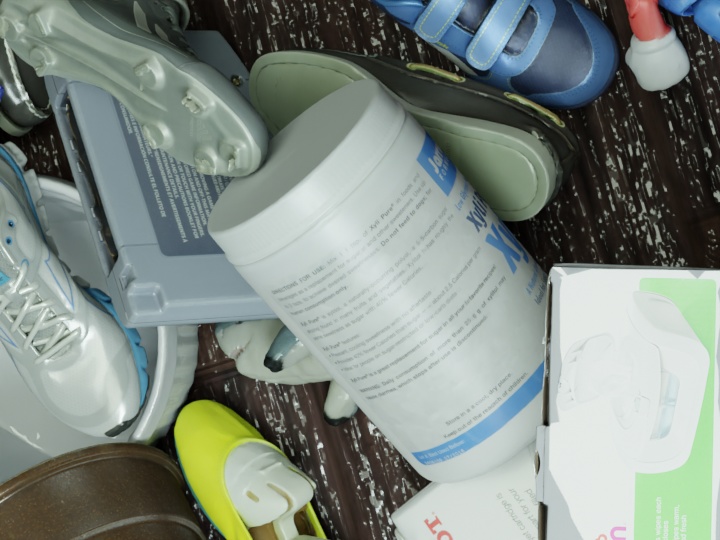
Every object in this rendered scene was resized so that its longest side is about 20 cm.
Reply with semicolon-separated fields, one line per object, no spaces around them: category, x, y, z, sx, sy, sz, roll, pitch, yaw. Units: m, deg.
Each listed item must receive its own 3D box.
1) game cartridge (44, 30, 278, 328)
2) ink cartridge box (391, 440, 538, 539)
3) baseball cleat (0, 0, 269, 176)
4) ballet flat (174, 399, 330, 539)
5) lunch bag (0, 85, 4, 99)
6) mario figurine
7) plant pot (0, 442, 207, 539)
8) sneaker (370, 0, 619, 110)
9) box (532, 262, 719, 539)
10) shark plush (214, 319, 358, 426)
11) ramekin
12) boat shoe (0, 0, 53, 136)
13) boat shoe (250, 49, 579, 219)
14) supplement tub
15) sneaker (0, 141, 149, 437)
game cartridge;-0.103;-0.056;1.448;0.042;0.132;0.201;-52;48;44
ink cartridge box;0.140;0.140;1.410;0.200;0.084;0.146;-38;80;12
baseball cleat;-0.113;-0.127;1.400;0.199;0.106;0.070;32;136;23
ballet flat;-0.042;0.161;1.469;0.067;0.067;0.201;-33;83;52
lunch bag;-0.328;-0.049;1.464;0.094;0.200;0.151;40;131;13
mario figurine;0.182;-0.186;1.421;0.199;0.124;0.106;36;140;6
plant pot;-0.138;0.239;1.404;0.200;0.200;0.199;-46;59;11
sneaker;0.060;-0.159;1.440;0.199;0.082;0.074;31;96;12
box;0.152;0.099;1.274;0.096;0.176;0.202;2;88;14
shark plush;0.000;0.000;1.466;0.200;0.091;0.084;-45;48;16
ramekin;-0.194;0.042;1.498;0.198;0.105;0.202;0;90;15
boat shoe;-0.221;-0.187;1.525;0.060;0.072;0.203;-17;83;19
boat shoe;0.031;-0.086;1.437;0.200;0.061;0.072;22;124;21
supplement tub;0.025;0.008;1.363;0.132;0.132;0.200;-37;108;12
sneaker;-0.197;0.012;1.402;0.075;0.087;0.201;-36;81;11
